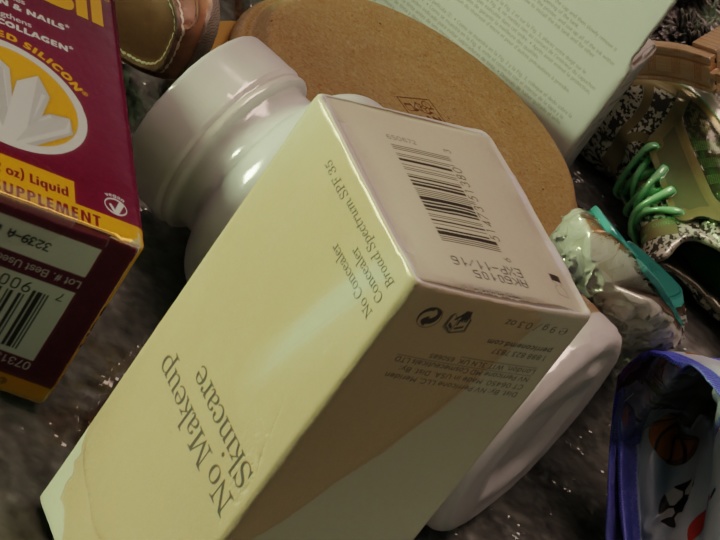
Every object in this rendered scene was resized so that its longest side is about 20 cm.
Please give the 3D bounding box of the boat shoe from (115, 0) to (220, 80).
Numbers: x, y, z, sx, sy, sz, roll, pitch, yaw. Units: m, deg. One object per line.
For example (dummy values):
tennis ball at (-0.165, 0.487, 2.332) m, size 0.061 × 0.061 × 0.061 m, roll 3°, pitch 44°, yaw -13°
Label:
boat shoe at (-0.139, -0.151, 1.234) m, size 0.072 × 0.076 × 0.200 m, roll -6°, pitch 40°, yaw -45°

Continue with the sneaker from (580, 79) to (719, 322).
sneaker at (0.161, -0.032, 1.383) m, size 0.200 × 0.077 × 0.088 m, roll 43°, pitch 42°, yaw 20°

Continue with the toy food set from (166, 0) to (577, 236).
toy food set at (0.018, -0.055, 1.277) m, size 0.198 × 0.049 × 0.200 m, roll 46°, pitch 30°, yaw 17°

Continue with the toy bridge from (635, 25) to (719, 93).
toy bridge at (0.109, -0.127, 1.417) m, size 0.200 × 0.027 × 0.067 m, roll 24°, pitch 42°, yaw 39°

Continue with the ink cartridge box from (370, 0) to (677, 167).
ink cartridge box at (0.063, -0.165, 1.356) m, size 0.200 × 0.174 × 0.044 m, roll 40°, pitch 30°, yaw 7°

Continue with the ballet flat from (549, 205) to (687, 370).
ballet flat at (0.105, 0.020, 1.192) m, size 0.072 × 0.072 × 0.200 m, roll 43°, pitch 4°, yaw 12°

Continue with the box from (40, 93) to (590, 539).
box at (-0.020, 0.048, 0.928) m, size 0.077 × 0.200 × 0.095 m, roll 11°, pitch 37°, yaw -38°

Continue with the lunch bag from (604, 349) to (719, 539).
lunch bag at (0.200, 0.127, 1.133) m, size 0.169 × 0.124 × 0.201 m, roll 11°, pitch 45°, yaw -36°

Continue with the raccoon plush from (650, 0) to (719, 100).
raccoon plush at (0.218, -0.131, 1.483) m, size 0.134 × 0.200 × 0.097 m, roll 44°, pitch -2°, yaw 14°

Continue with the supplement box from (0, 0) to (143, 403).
supplement box at (-0.155, -0.057, 1.055) m, size 0.110 × 0.086 × 0.200 m, roll 21°, pitch 32°, yaw -24°

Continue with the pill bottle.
pill bottle at (0.000, 0.000, 1.112) m, size 0.200 × 0.111 × 0.111 m, roll 44°, pitch 30°, yaw 14°
